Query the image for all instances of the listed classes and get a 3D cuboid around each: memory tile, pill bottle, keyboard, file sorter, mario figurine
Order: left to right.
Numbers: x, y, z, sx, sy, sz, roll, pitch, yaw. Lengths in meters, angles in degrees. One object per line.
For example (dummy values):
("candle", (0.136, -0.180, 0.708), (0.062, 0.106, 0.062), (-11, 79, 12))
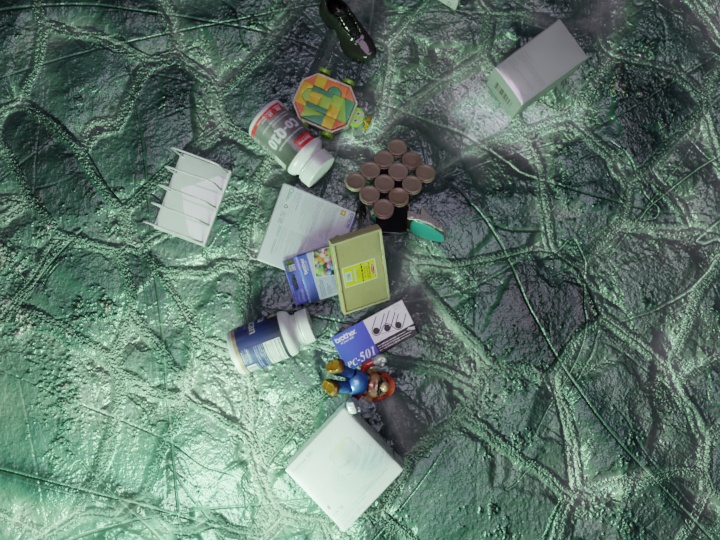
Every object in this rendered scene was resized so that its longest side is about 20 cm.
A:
("file sorter", (-0.420, -0.181, 1.538), (0.137, 0.125, 0.202), (20, 87, 1))
("pill bottle", (-0.210, 0.164, 1.521), (0.198, 0.111, 0.112), (-20, 87, -1))
("pill bottle", (-0.166, -0.307, 1.546), (0.200, 0.114, 0.114), (43, 88, 3))
("mario figurine", (0.014, 0.261, 1.481), (0.124, 0.199, 0.106), (-55, 45, 19))
("keyboard", (0.052, -0.174, 1.539), (0.125, 0.021, 0.202), (4, 62, -1))
("memory tile", (0.074, -0.224, 1.545), (0.200, 0.017, 0.153), (-41, 72, -21))

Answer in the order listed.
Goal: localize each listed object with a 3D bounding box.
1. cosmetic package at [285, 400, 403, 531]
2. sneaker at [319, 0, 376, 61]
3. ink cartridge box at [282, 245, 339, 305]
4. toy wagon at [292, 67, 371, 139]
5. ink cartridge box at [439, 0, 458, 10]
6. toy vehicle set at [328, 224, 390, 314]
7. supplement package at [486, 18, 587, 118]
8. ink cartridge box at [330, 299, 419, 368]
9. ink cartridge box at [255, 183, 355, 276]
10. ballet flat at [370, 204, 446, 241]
("cosmetic package", (-0.036, 0.457, 1.498), (0.200, 0.123, 0.199), (44, 88, 4))
("sneaker", (-0.035, -0.607, 1.574), (0.076, 0.091, 0.200), (-42, 88, -4))
("ink cartridge box", (-0.079, 0.002, 1.539), (0.198, 0.042, 0.121), (-18, 96, -10))
("toy wagon", (-0.066, -0.410, 1.588), (0.198, 0.040, 0.157), (23, 88, 2))
("ink cartridge box", (0.258, -0.772, 1.550), (0.085, 0.148, 0.201), (32, 87, 3))
("toy vehicle set", (0.000, 0.000, 1.503), (0.123, 0.027, 0.202), (-17, 123, -13))
("supplement package", (0.427, -0.488, 1.547), (0.199, 0.117, 0.117), (-36, 86, -1))
("ink cartridge box", (0.035, 0.160, 1.552), (0.198, 0.044, 0.095), (-28, 85, -1))
("ink cartridge box", (-0.133, -0.086, 1.562), (0.198, 0.043, 0.199), (21, 87, -14))
("ballet flat", (0.123, -0.132, 1.558), (0.198, 0.072, 0.073), (18, 87, 3))
